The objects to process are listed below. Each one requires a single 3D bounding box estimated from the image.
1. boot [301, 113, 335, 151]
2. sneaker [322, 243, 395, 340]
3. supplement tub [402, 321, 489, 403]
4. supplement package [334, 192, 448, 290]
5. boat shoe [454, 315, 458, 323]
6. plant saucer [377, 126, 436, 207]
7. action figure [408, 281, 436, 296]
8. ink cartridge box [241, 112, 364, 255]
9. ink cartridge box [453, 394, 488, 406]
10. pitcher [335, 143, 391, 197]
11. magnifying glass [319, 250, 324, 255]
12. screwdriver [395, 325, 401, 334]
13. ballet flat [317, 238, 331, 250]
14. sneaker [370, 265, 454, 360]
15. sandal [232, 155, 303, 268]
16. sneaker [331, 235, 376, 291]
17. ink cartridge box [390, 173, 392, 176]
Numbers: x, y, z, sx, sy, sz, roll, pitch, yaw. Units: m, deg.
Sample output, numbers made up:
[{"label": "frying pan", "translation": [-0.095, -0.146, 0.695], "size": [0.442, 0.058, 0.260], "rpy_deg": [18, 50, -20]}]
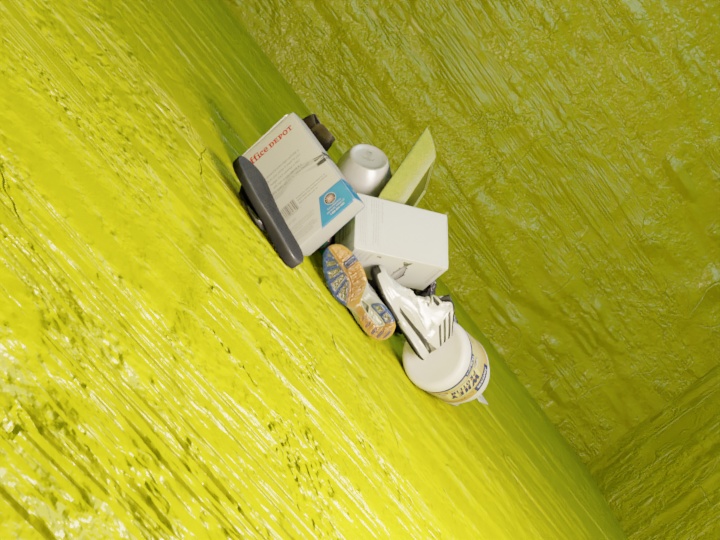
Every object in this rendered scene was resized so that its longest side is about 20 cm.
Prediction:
[{"label": "boot", "translation": [-0.117, -0.260, 1.784], "size": [0.202, 0.145, 0.070], "rpy_deg": [56, 8, 23]}, {"label": "sneaker", "translation": [-0.011, 0.041, 1.451], "size": [0.203, 0.074, 0.088], "rpy_deg": [59, -3, -11]}, {"label": "supplement tub", "translation": [0.180, 0.189, 1.588], "size": [0.146, 0.144, 0.200], "rpy_deg": [57, 10, 30]}, {"label": "supplement package", "translation": [0.059, -0.052, 1.512], "size": [0.195, 0.117, 0.120], "rpy_deg": [11, 63, -19]}, {"label": "boat shoe", "translation": [0.147, 0.098, 1.845], "size": [0.196, 0.075, 0.068], "rpy_deg": [17, -16, 32]}, {"label": "plant saucer", "translation": [0.094, -0.160, 1.608], "size": [0.047, 0.202, 0.201], "rpy_deg": [31, -21, 9]}, {"label": "action figure", "translation": [0.103, 0.060, 1.739], "size": [0.199, 0.100, 0.122], "rpy_deg": [23, -63, 54]}, {"label": "ink cartridge box", "translation": [-0.108, -0.153, 1.401], "size": [0.202, 0.146, 0.086], "rpy_deg": [54, 11, 14]}, {"label": "ink cartridge box", "translation": [0.197, 0.233, 1.750], "size": [0.202, 0.067, 0.115], "rpy_deg": [56, 8, 22]}, {"label": "pitcher", "translation": [-0.031, -0.160, 1.602], "size": [0.167, 0.202, 0.123], "rpy_deg": [13, 44, -9]}, {"label": "magnifying glass", "translation": [-0.029, -0.012, 1.554], "size": [0.204, 0.078, 0.022], "rpy_deg": [67, 10, 19]}, {"label": "screwdriver", "translation": [0.097, 0.146, 1.747], "size": [0.200, 0.027, 0.030], "rpy_deg": [52, 34, -53]}, {"label": "ballet flat", "translation": [-0.116, -0.125, 1.525], "size": [0.201, 0.073, 0.073], "rpy_deg": [52, 9, 9]}, {"label": "sneaker", "translation": [0.107, 0.056, 1.480], "size": [0.203, 0.114, 0.076], "rpy_deg": [57, -4, -11]}, {"label": "sandal", "translation": [-0.160, -0.092, 1.272], "size": [0.203, 0.042, 0.076], "rpy_deg": [63, 16, 0]}, {"label": "sneaker", "translation": [0.000, 0.000, 1.604], "size": [0.202, 0.080, 0.086], "rpy_deg": [56, 8, 16]}, {"label": "ink cartridge box", "translation": [-0.004, -0.136, 1.711], "size": [0.162, 0.198, 0.051], "rpy_deg": [47, 18, -30]}]
